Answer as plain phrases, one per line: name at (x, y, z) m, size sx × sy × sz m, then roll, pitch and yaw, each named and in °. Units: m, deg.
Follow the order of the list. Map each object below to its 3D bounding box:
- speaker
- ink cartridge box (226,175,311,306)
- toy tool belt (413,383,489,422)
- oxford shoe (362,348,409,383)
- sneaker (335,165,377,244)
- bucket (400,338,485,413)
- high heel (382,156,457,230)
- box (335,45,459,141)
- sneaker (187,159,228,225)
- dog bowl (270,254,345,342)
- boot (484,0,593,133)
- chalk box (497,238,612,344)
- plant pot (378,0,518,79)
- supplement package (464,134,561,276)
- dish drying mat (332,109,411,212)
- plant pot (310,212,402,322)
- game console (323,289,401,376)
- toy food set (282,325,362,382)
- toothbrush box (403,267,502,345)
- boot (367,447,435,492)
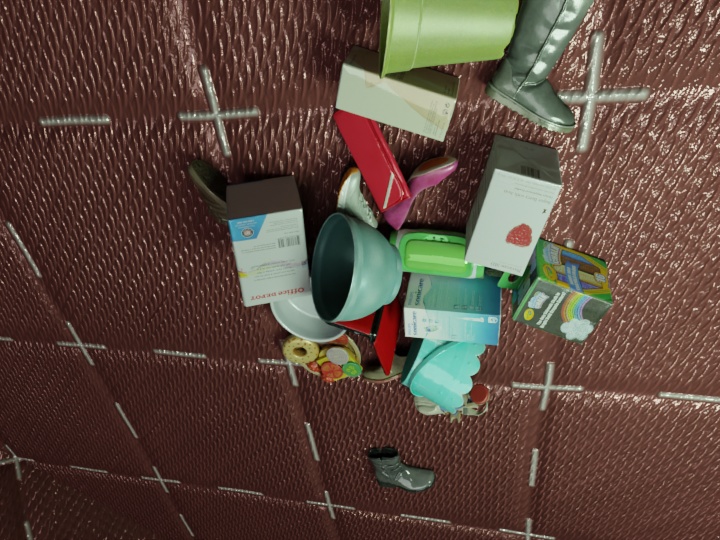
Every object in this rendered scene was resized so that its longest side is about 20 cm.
speaker at (0.156, -0.035, 1.151) m, size 0.193 × 0.090 × 0.091 m, roll 6°, pitch 131°, yaw 11°
ink cartridge box at (-0.186, -0.060, 1.153) m, size 0.141 × 0.148 × 0.205 m, roll -9°, pitch 126°, yaw -9°
toy tool belt at (0.233, 0.313, 1.411) m, size 0.193 × 0.129 × 0.123 m, roll -4°, pitch 160°, yaw 23°
oxford shoe at (0.084, 0.232, 1.418) m, size 0.195 × 0.070 × 0.077 m, roll -17°, pitch 98°, yaw 28°
sneaker at (-0.005, -0.124, 1.143) m, size 0.089 × 0.077 × 0.203 m, roll 8°, pitch 139°, yaw -1°
bucket at (0.181, 0.197, 1.264) m, size 0.131 × 0.210 × 0.211 m, roll 22°, pitch 132°, yaw 1°
high heel at (0.116, -0.144, 1.078) m, size 0.196 × 0.068 × 0.097 m, roll -21°, pitch 111°, yaw 35°
box at (0.063, -0.300, 0.955) m, size 0.193 × 0.096 × 0.079 m, roll 17°, pitch 131°, yaw 0°
sneaker at (-0.303, -0.141, 1.205) m, size 0.075 × 0.071 × 0.200 m, roll -32°, pitch 116°, yaw 27°
dog bowl at (-0.109, 0.067, 1.316) m, size 0.193 × 0.080 × 0.205 m, roll 8°, pitch 131°, yaw 9°
boot at (0.305, -0.337, 0.879) m, size 0.177 × 0.073 × 0.203 m, roll 23°, pitch 125°, yaw -6°
chalk box at (0.373, 0.032, 1.118) m, size 0.194 × 0.126 × 0.127 m, roll 20°, pitch 133°, yaw 0°
plant pot at (0.125, -0.381, 0.826) m, size 0.183 × 0.204 × 0.205 m, roll 3°, pitch 132°, yaw -3°
supplement package at (0.271, -0.115, 1.027) m, size 0.117 × 0.122 × 0.204 m, roll 13°, pitch 132°, yaw 3°
dish drying mat at (0.021, -0.213, 1.047) m, size 0.075 × 0.018 × 0.204 m, roll -21°, pitch 102°, yaw 35°
plant pot at (0.000, 0.000, 1.096) m, size 0.130 × 0.205 × 0.202 m, roll 6°, pitch 138°, yaw -27°
game console at (0.011, 0.096, 1.222) m, size 0.167 × 0.203 × 0.121 m, roll 17°, pitch 131°, yaw 1°
toy food set at (-0.091, 0.214, 1.453) m, size 0.195 × 0.049 × 0.201 m, roll -26°, pitch 117°, yaw 32°
toothbrush box at (0.195, 0.066, 1.181) m, size 0.193 × 0.149 × 0.087 m, roll 4°, pitch 131°, yaw 12°
boot at (0.122, 0.593, 1.693) m, size 0.193 × 0.071 × 0.135 m, roll -6°, pitch 122°, yaw 16°
